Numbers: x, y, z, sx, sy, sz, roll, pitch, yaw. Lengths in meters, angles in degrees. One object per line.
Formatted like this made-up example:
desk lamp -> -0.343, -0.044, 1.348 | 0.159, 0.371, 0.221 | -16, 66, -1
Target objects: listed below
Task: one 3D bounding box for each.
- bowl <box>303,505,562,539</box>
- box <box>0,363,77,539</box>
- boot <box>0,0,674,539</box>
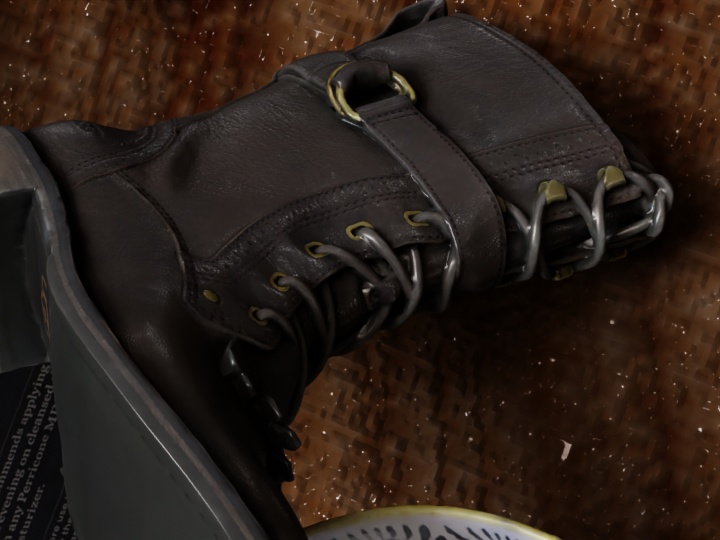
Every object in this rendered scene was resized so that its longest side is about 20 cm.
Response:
bowl -> 0.032, 0.161, 0.706 | 0.200, 0.094, 0.202 | -8, 75, 33
box -> -0.191, 0.009, 0.829 | 0.199, 0.196, 0.125 | 24, 93, 36
boot -> 0.000, 0.000, 0.718 | 0.200, 0.173, 0.070 | -125, 29, -43
